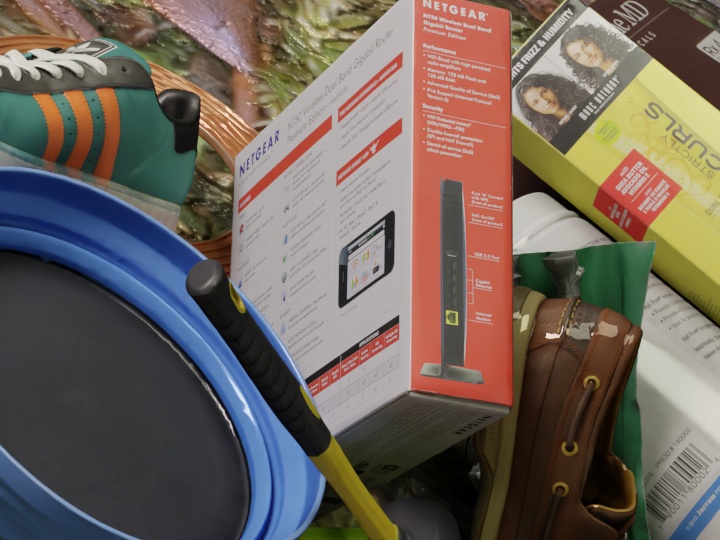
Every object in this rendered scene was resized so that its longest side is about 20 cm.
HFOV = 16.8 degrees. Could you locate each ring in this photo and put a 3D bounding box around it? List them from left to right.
[{"bbox_3d":[-0.120,-0.051,1.210,0.200,0.019,0.201,21,31,-13],"label":"ring"}]

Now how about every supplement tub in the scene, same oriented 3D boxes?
[{"bbox_3d":[0.126,0.070,1.198,0.200,0.132,0.132,41,33,19],"label":"supplement tub"}]

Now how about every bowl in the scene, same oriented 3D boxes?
[{"bbox_3d":[-0.104,0.045,0.969,0.200,0.039,0.201,30,30,-20],"label":"bowl"}]

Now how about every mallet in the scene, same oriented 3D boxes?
[{"bbox_3d":[-0.012,0.078,0.940,0.200,0.041,0.066,54,19,-40],"label":"mallet"}]

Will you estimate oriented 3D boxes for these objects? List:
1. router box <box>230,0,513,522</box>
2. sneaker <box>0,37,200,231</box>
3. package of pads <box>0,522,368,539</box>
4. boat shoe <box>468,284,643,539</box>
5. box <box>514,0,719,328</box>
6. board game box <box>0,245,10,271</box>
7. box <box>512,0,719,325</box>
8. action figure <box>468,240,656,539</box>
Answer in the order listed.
[{"bbox_3d":[0.000,0.000,1.069,0.049,0.200,0.180,11,68,-23],"label":"router box"},{"bbox_3d":[-0.141,-0.071,1.067,0.071,0.080,0.200,16,-4,33],"label":"sneaker"},{"bbox_3d":[-0.053,0.169,0.967,0.200,0.068,0.155,5,39,-35],"label":"package of pads"},{"bbox_3d":[0.084,0.105,1.047,0.067,0.201,0.072,8,24,14],"label":"boat shoe"},{"bbox_3d":[0.166,-0.026,1.337,0.200,0.164,0.166,35,31,10],"label":"box"},{"bbox_3d":[-0.246,0.029,0.987,0.159,0.097,0.200,25,31,-7],"label":"board game box"},{"bbox_3d":[0.155,-0.043,1.199,0.200,0.050,0.075,42,76,11],"label":"box"},{"bbox_3d":[0.090,0.092,1.116,0.118,0.201,0.055,-6,5,34],"label":"action figure"}]
